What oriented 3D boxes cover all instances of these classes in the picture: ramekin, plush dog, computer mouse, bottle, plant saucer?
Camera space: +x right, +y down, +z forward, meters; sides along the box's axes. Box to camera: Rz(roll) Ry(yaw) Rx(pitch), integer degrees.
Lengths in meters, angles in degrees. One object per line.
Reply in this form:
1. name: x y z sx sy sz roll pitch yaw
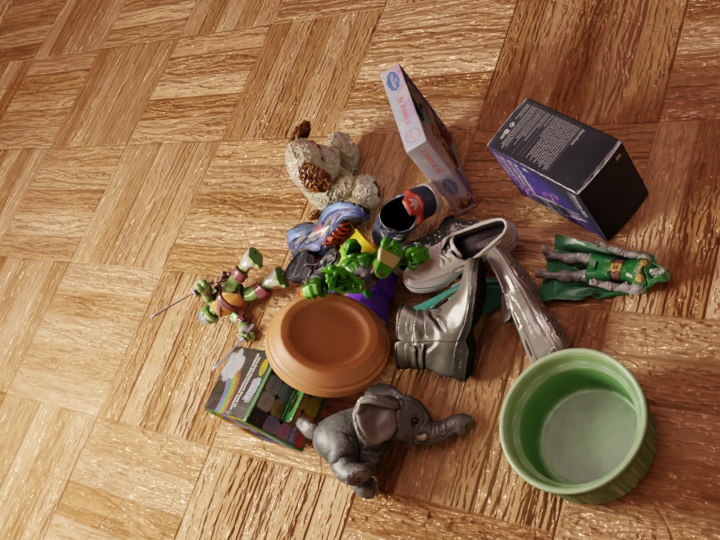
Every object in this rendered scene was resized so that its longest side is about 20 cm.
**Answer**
1. ramekin: 0.297 0.215 1.194 0.200 0.098 0.200 -18 53 26
2. plush dog: -0.078 -0.182 1.662 0.160 0.172 0.200 -36 48 12
3. computer mouse: -0.079 -0.007 1.569 0.200 0.034 0.059 -9 55 62
4. bottle: 0.004 0.075 1.514 0.083 0.065 0.200 21 76 35
5. plant saucer: -0.050 0.108 1.409 0.200 0.037 0.200 4 48 -4

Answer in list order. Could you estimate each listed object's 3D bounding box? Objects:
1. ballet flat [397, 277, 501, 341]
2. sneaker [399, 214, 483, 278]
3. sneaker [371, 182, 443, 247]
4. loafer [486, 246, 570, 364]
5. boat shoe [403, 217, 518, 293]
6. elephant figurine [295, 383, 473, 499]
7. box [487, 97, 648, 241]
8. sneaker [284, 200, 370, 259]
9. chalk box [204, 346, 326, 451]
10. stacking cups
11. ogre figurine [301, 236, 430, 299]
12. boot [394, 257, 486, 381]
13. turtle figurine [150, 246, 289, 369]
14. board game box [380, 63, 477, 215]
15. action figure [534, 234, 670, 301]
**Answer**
1. ballet flat: 0.143 0.053 1.433 0.200 0.067 0.070 -29 32 14
2. sneaker: 0.140 -0.046 1.501 0.200 0.060 0.104 9 71 32
3. sneaker: 0.055 -0.085 1.514 0.075 0.084 0.200 59 146 8
4. loafer: 0.238 0.054 1.338 0.070 0.070 0.200 -38 62 23
5. boat shoe: 0.152 -0.027 1.413 0.200 0.066 0.072 -22 64 17
6. elephant figurine: 0.037 0.232 1.350 0.200 0.155 0.142 -47 34 4
7. box: 0.320 -0.157 1.380 0.104 0.148 0.200 -50 46 -2
8. sneaker: -0.055 -0.064 1.643 0.200 0.075 0.079 -30 58 38
9. chalk box: -0.141 0.210 1.457 0.200 0.124 0.125 2 61 55
10. stacking cups: -0.057 0.015 1.598 0.200 0.061 0.061 -44 46 4
11. ogre figurine: 0.000 0.000 1.428 0.200 0.098 0.120 -38 8 -7
12. boot: 0.117 0.069 1.372 0.130 0.068 0.200 12 98 20
13. turtle figurine: -0.234 0.064 1.630 0.194 0.200 0.144 -41 84 21
14. board game box: 0.118 -0.224 1.532 0.041 0.200 0.200 -28 50 17
15. action figure: 0.360 -0.002 1.319 0.200 0.055 0.118 5 71 37
